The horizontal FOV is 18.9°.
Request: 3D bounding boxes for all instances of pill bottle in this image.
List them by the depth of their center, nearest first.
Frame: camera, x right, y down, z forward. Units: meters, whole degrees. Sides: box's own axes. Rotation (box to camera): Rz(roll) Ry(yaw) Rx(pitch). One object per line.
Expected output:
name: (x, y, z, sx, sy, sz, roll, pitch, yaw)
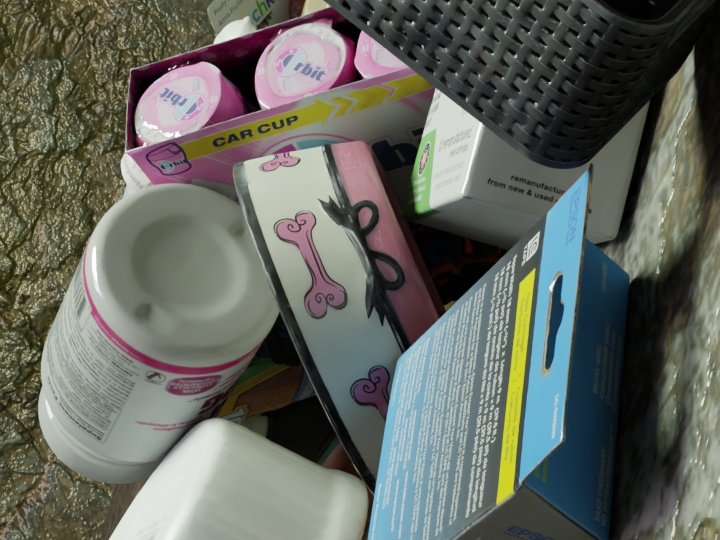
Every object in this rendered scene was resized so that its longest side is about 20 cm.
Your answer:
pill bottle: (-0.125, 0.044, 1.276, 0.200, 0.113, 0.114, 124, 159, -56)

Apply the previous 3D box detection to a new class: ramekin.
ramekin: (-0.089, 0.180, 1.220, 0.201, 0.098, 0.201, -54, 11, 16)

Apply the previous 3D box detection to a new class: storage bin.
storage bin: (0.061, -0.157, 0.954, 0.135, 0.200, 0.094, -43, -11, -42)

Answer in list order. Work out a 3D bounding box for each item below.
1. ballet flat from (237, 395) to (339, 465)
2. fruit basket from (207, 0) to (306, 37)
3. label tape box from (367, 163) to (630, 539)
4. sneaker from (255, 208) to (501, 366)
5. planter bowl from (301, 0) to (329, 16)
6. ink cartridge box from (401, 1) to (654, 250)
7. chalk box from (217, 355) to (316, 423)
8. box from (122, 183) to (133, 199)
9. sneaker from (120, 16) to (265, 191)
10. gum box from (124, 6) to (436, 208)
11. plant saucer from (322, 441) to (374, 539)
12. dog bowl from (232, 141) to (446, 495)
ballet flat: (-0.088, 0.144, 1.354, 0.200, 0.068, 0.068, -53, 20, 20)
fruit basket: (-0.015, -0.152, 1.483, 0.185, 0.094, 0.200, -52, -40, -34)
label tape box: (0.075, 0.066, 0.983, 0.200, 0.063, 0.144, -47, 28, 52)
sneaker: (0.000, 0.000, 1.316, 0.075, 0.200, 0.078, 67, -157, -17)
planter bowl: (0.029, -0.138, 1.374, 0.200, 0.135, 0.201, -165, 90, -81)
ink cartridge box: (0.097, -0.116, 1.103, 0.145, 0.084, 0.200, 162, 123, -79)
chalk box: (-0.047, 0.040, 1.452, 0.124, 0.200, 0.125, 57, 143, 31)
box: (-0.083, -0.018, 1.619, 0.097, 0.200, 0.177, -138, 63, -79)
sneaker: (-0.094, -0.081, 1.349, 0.075, 0.099, 0.200, 62, 157, 21)
gum box: (-0.020, -0.085, 1.245, 0.114, 0.200, 0.066, 55, -154, -49)
plant saucer: (-0.010, 0.145, 1.317, 0.200, 0.037, 0.200, -50, 21, 27)
dog bowl: (0.004, 0.019, 1.177, 0.200, 0.074, 0.200, -24, -90, -87)
